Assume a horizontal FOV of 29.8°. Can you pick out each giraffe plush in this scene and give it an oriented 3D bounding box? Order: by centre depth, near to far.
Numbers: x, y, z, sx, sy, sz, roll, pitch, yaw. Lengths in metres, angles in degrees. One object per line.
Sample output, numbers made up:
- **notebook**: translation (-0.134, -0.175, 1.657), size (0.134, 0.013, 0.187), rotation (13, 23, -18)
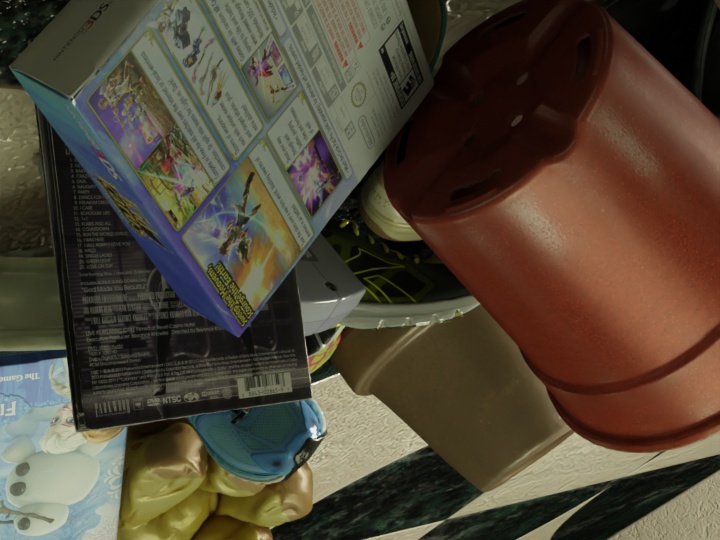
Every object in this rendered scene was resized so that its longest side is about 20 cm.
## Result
- **giraffe plush**: translation (-0.151, 0.150, 1.078), size (0.200, 0.163, 0.172), rotation (-37, 133, 20)

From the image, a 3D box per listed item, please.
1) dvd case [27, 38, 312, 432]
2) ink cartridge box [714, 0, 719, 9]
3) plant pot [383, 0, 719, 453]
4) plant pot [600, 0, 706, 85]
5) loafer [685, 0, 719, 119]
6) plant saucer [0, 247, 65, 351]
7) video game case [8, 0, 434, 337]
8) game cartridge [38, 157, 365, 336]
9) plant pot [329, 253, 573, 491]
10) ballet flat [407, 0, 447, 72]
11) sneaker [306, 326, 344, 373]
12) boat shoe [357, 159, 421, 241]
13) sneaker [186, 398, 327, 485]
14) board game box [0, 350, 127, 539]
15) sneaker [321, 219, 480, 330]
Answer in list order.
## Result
- **dvd case**: translation (-0.098, -0.023, 0.722), size (0.148, 0.201, 0.016), rotation (-4, 174, -43)
- **ink cartridge box**: translation (0.225, -0.223, 0.674), size (0.083, 0.145, 0.200), rotation (-19, 157, -11)
- **plant pot**: translation (0.127, -0.034, 0.748), size (0.200, 0.201, 0.195), rotation (-35, 125, 23)
- **plant pot**: translation (0.251, -0.097, 0.945), size (0.199, 0.201, 0.177), rotation (-33, 167, 17)
- **loafer**: translation (0.249, -0.173, 0.811), size (0.070, 0.068, 0.201), rotation (-5, 118, -69)
- **plant saucer**: translation (-0.171, 0.012, 0.841), size (0.199, 0.050, 0.200), rotation (-2, -175, 0)
- **video game case**: translation (-0.052, -0.092, 0.644), size (0.182, 0.045, 0.200), rotation (-53, 149, -18)
- **game cartridge**: translation (-0.088, -0.015, 0.823), size (0.200, 0.133, 0.041), rotation (8, 123, -53)
- **plant pot**: translation (0.100, 0.088, 1.159), size (0.200, 0.175, 0.200), rotation (-33, 167, -9)
- **ballet flat**: translation (-0.015, -0.096, 0.816), size (0.063, 0.069, 0.200), rotation (5, 145, -25)
- **sneaker**: translation (-0.046, 0.040, 1.089), size (0.090, 0.078, 0.200), rotation (-18, 164, -42)
- **boat shoe**: translation (0.096, -0.070, 0.979), size (0.199, 0.071, 0.065), rotation (-15, 152, -30)
- **sneaker**: translation (-0.108, 0.075, 0.943), size (0.078, 0.200, 0.090), rotation (-50, 147, -11)
- **board game box**: translation (-0.255, 0.135, 0.885), size (0.199, 0.043, 0.200), rotation (-6, 124, -27)
- **sneaker**: translation (0.000, 0.000, 0.966), size (0.199, 0.085, 0.074), rotation (-5, -179, -10)
